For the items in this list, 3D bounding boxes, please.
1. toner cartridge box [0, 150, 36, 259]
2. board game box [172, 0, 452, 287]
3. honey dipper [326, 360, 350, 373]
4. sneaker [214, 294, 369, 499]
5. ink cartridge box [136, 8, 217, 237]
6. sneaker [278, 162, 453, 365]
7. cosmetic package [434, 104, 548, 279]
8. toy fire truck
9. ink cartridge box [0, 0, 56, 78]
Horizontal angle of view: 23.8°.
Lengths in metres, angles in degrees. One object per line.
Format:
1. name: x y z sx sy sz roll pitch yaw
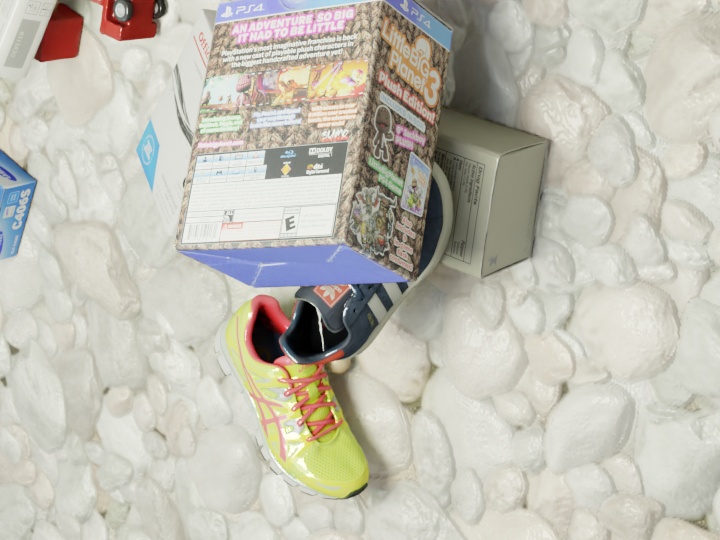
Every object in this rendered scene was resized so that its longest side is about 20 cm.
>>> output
1. toner cartridge box: -0.419 -0.103 1.748 0.200 0.043 0.095 38 125 25
2. board game box: -0.034 -0.098 1.266 0.158 0.097 0.202 -1 72 36
3. honey dipper: -0.027 0.019 1.416 0.038 0.038 0.201 34 149 27
4. sneaker: -0.056 0.107 1.472 0.200 0.078 0.090 53 145 15
5. ink cartridge box: -0.113 -0.137 1.445 0.201 0.067 0.116 -59 41 33
6. sneaker: 0.000 0.000 1.308 0.075 0.084 0.201 43 125 23
7. cosmetic package: 0.042 -0.078 1.354 0.199 0.073 0.104 24 117 32
8. toy fire truck: -0.237 -0.273 1.547 0.141 0.049 0.201 28 118 33
9. ink cartridge box: -0.345 -0.296 1.572 0.200 0.050 0.162 44 118 34
